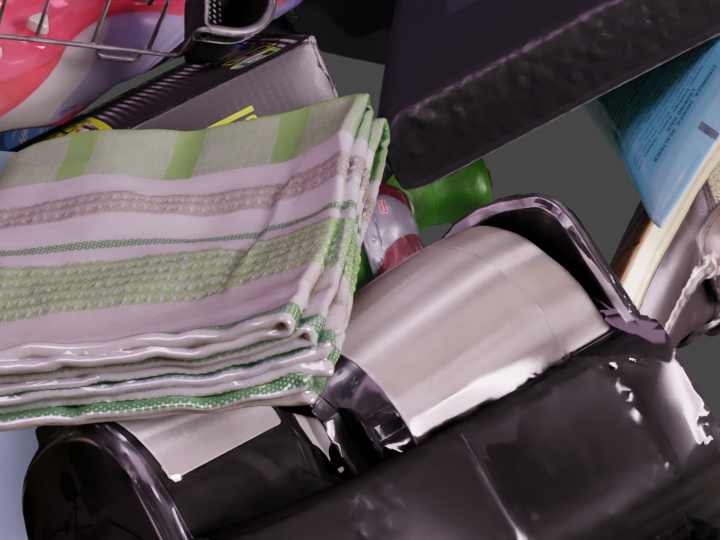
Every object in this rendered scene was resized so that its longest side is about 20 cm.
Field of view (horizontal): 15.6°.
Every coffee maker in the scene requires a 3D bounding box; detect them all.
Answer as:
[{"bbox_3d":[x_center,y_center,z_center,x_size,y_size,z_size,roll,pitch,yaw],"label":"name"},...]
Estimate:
[{"bbox_3d":[0.019,0.094,0.847,0.199,0.135,0.192,-29,61,-34],"label":"coffee maker"}]

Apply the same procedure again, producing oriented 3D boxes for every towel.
[{"bbox_3d":[-0.071,-0.008,0.858,0.148,0.031,0.200,-6,25,9],"label":"towel"}]

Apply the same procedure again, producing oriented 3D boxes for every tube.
[{"bbox_3d":[0.113,-0.073,1.006,0.050,0.078,0.200,24,11,-10],"label":"tube"}]

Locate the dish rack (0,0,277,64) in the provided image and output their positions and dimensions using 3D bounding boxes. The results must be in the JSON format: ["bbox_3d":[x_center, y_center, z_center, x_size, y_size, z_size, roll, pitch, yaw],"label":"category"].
[{"bbox_3d":[-0.135,-0.160,1.046,0.199,0.055,0.154,5,66,-17],"label":"dish rack"}]

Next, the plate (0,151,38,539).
[{"bbox_3d":[-0.137,0.048,0.939,0.199,0.026,0.202,-1,73,2],"label":"plate"}]

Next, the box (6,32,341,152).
[{"bbox_3d":[-0.110,-0.038,1.080,0.192,0.048,0.200,-25,9,-6],"label":"box"}]

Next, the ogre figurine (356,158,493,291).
[{"bbox_3d":[0.000,0.000,1.038,0.119,0.098,0.201,-10,55,-6],"label":"ogre figurine"}]

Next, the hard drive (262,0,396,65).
[{"bbox_3d":[0.042,-0.151,1.204,0.199,0.042,0.135,13,53,30],"label":"hard drive"}]

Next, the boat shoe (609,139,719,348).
[{"bbox_3d":[0.137,-0.011,1.016,0.065,0.073,0.201,29,63,1],"label":"boat shoe"}]

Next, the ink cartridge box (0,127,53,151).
[{"bbox_3d":[-0.221,-0.124,1.162,0.114,0.201,0.068,-1,47,19],"label":"ink cartridge box"}]

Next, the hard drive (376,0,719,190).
[{"bbox_3d":[0.074,-0.105,1.029,0.139,0.033,0.200,-27,17,13],"label":"hard drive"}]

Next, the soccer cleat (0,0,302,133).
[{"bbox_3d":[-0.107,-0.104,1.122,0.199,0.077,0.067,-23,65,-36],"label":"soccer cleat"}]
